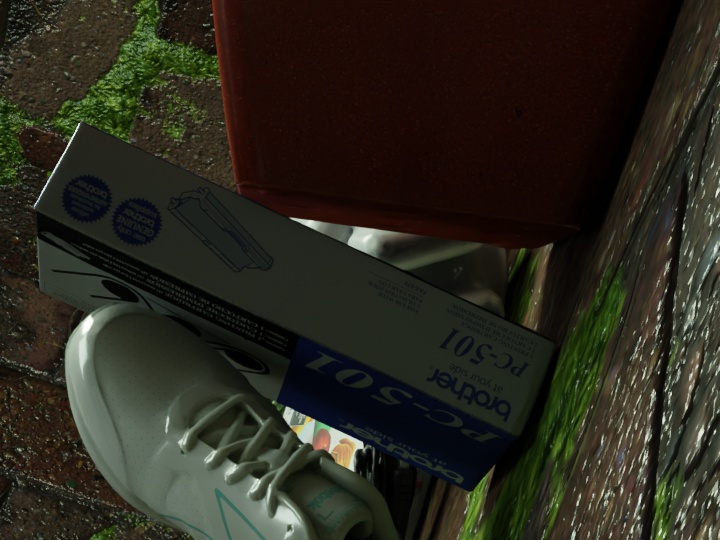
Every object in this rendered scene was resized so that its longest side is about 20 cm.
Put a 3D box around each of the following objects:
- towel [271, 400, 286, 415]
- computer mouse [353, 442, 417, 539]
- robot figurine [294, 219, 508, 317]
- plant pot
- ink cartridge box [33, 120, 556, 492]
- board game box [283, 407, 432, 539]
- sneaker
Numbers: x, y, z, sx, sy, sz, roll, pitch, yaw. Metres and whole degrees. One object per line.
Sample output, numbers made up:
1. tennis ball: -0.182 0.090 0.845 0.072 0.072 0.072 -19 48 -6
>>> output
1. towel: 0.004 0.030 1.262 0.200 0.031 0.149 -48 -4 -6
2. computer mouse: 0.004 0.151 0.849 0.200 0.052 0.140 -12 -69 -82
3. robot figurine: 0.000 0.000 0.956 0.200 0.112 0.172 -173 73 -68
4. plant pot: 0.028 -0.106 0.773 0.200 0.198 0.178 136 141 -86
5. ink cartridge box: -0.029 0.018 0.743 0.094 0.198 0.045 112 -177 -69
6. board game box: -0.020 0.149 1.027 0.126 0.034 0.202 -9 59 57
7. sneaker: -0.030 0.083 0.696 0.070 0.200 0.080 -36 -10 -32
